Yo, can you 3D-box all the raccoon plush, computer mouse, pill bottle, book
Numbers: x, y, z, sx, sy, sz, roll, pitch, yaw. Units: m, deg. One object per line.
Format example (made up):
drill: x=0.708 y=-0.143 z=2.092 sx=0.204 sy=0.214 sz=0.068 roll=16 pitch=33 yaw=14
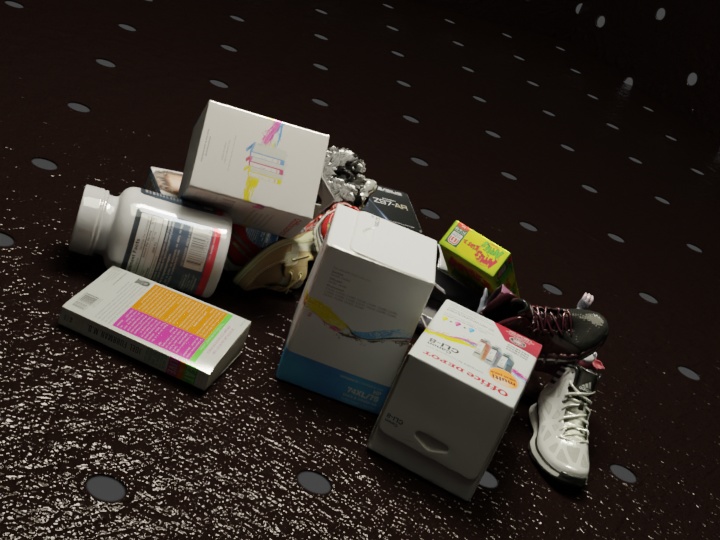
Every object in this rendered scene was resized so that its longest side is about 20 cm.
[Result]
raccoon plush: x=-0.069 y=-0.139 z=1.908 sx=0.198 sy=0.098 sz=0.134 roll=9 pitch=-16 yaw=-4
computer mouse: x=0.100 y=0.009 z=1.825 sx=0.199 sy=0.046 sz=0.140 roll=32 pitch=0 yaw=0
pill bottle: x=-0.281 y=-0.045 z=1.585 sx=0.198 sy=0.120 sz=0.120 roll=16 pitch=24 yaw=-13
book: x=-0.253 y=0.068 z=1.466 sx=0.199 sy=0.048 sz=0.134 roll=24 pitch=26 yaw=7

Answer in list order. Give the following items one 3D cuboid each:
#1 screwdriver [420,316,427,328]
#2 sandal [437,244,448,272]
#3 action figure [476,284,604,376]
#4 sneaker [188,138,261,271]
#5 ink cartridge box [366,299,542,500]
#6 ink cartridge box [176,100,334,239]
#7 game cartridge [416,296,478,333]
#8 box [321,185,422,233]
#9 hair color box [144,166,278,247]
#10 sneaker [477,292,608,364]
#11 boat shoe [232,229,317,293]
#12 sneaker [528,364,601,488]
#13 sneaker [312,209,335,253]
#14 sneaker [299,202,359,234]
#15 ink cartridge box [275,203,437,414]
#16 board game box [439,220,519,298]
screwdriver: x=0.108 y=0.118 z=1.680 sx=0.028 sy=0.029 sz=0.200 roll=12 pitch=28 yaw=-28
sandal: x=0.110 y=-0.012 z=1.931 sx=0.205 sy=0.060 sz=0.079 roll=9 pitch=27 yaw=-27
action figure: x=0.251 y=0.105 z=1.670 sx=0.199 sy=0.134 sz=0.149 roll=23 pitch=47 yaw=4
sneaker: x=-0.196 y=-0.099 z=1.713 sx=0.084 sy=0.202 sz=0.077 roll=-19 pitch=-2 yaw=-8
ink cartridge box: x=0.121 y=0.156 z=1.475 sx=0.144 sy=0.145 sz=0.200 roll=26 pitch=25 yaw=8
ink cartridge box: x=-0.138 y=-0.132 z=1.634 sx=0.198 sy=0.126 sz=0.128 roll=15 pitch=-14 yaw=-15
game cartridge: x=0.148 y=0.080 z=1.804 sx=0.199 sy=0.039 sz=0.130 roll=26 pitch=28 yaw=9
box: x=-0.003 y=-0.108 z=2.056 sx=0.198 sy=0.044 sz=0.161 roll=15 pitch=25 yaw=-15
hair color box: x=-0.226 y=-0.095 z=1.814 sx=0.199 sy=0.061 sz=0.100 roll=9 pitch=26 yaw=-27
sneaker: x=0.240 y=0.072 z=1.576 sx=0.198 sy=0.116 sz=0.076 roll=-8 pitch=59 yaw=-4
boat shoe: x=-0.105 y=-0.005 z=1.714 sx=0.067 sy=0.074 sz=0.200 roll=52 pitch=37 yaw=8
sneaker: x=0.276 y=0.191 z=1.571 sx=0.075 sy=0.116 sz=0.201 roll=18 pitch=24 yaw=-10
sneaker: x=0.000 y=0.000 z=1.699 sx=0.077 sy=0.085 sz=0.201 roll=-9 pitch=67 yaw=-54
sneaker: x=-0.050 y=-0.068 z=1.848 sx=0.067 sy=0.109 sz=0.201 roll=3 pitch=30 yaw=-37
ink cartridge box: x=-0.003 y=0.047 z=1.530 sx=0.145 sy=0.201 sz=0.147 roll=20 pitch=24 yaw=-4
board game box: x=0.187 y=0.009 z=1.825 sx=0.101 sy=0.048 sz=0.200 roll=34 pitch=-13 yaw=24
